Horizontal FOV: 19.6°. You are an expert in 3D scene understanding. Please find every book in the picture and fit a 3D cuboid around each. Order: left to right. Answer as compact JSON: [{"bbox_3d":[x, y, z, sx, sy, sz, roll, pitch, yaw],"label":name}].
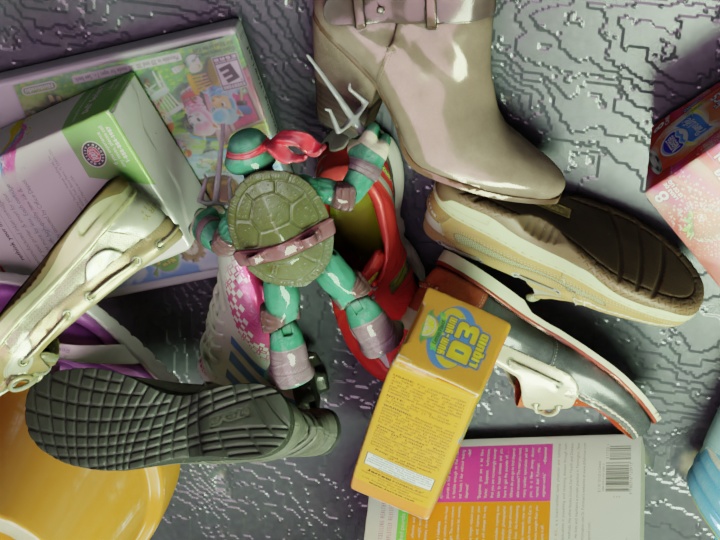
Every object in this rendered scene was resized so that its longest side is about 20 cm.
[{"bbox_3d":[0.104,0.183,1.508,0.199,0.134,0.048,-2,146,13],"label":"book"}]

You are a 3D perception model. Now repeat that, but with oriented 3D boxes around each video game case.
[{"bbox_3d":[-0.149,-0.072,1.475,0.199,0.022,0.183,-11,117,17],"label":"video game case"}]

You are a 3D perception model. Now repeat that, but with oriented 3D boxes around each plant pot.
[{"bbox_3d":[-0.250,0.174,1.541,0.199,0.184,0.201,5,120,9],"label":"plant pot"}]

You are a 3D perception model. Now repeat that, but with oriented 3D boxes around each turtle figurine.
[{"bbox_3d":[-0.049,-0.029,1.358,0.149,0.101,0.201,-13,109,20],"label":"turtle figurine"}]

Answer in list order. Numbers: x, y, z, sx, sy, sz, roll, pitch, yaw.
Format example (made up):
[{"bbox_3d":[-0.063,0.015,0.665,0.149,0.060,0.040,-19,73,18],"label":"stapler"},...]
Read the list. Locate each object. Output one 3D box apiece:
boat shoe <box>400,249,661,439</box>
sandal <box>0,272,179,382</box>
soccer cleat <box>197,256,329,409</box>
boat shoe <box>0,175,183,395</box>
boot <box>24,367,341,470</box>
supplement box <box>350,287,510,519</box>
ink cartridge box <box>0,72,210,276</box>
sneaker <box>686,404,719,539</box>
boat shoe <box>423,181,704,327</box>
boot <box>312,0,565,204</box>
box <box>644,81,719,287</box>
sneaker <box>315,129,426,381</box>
[{"bbox_3d":[0.120,0.065,1.458,0.199,0.071,0.063,35,83,-13],"label":"boat shoe"},{"bbox_3d":[-0.197,0.066,1.462,0.202,0.050,0.082,33,126,-28],"label":"sandal"},{"bbox_3d":[-0.085,0.046,1.485,0.086,0.070,0.201,-6,130,13],"label":"soccer cleat"},{"bbox_3d":[-0.201,0.031,1.389,0.063,0.073,0.201,38,95,-8],"label":"boat shoe"},{"bbox_3d":[-0.121,0.111,1.447,0.199,0.131,0.068,2,81,14],"label":"boot"},{"bbox_3d":[0.045,0.095,1.434,0.068,0.067,0.200,22,149,6],"label":"supplement box"},{"bbox_3d":[-0.220,-0.043,1.454,0.199,0.067,0.118,-20,115,21],"label":"ink cartridge box"},{"bbox_3d":[0.325,0.164,1.486,0.199,0.080,0.131,30,119,5],"label":"sneaker"},{"bbox_3d":[0.137,-0.009,1.437,0.199,0.072,0.076,28,134,6],"label":"boat shoe"},{"bbox_3d":[0.060,-0.139,1.370,0.199,0.070,0.147,19,119,0],"label":"boot"},{"bbox_3d":[0.282,-0.025,1.371,0.095,0.100,0.200,-33,109,26],"label":"box"},{"bbox_3d":[0.000,0.000,1.450,0.076,0.085,0.201,-7,118,15],"label":"sneaker"}]
